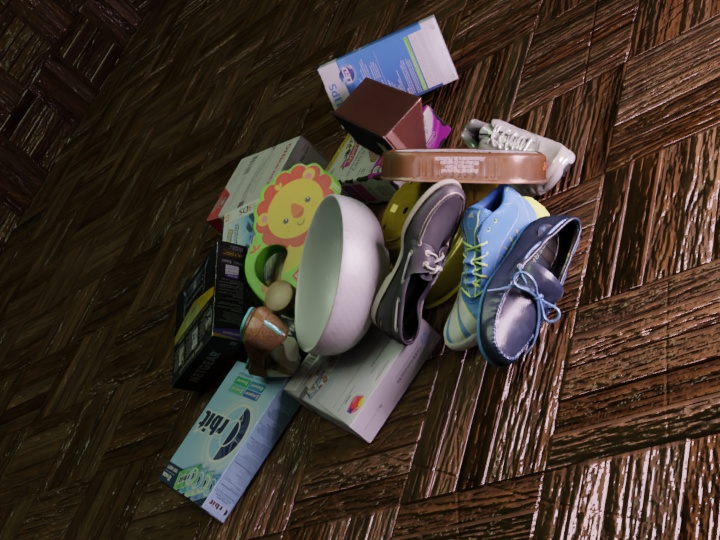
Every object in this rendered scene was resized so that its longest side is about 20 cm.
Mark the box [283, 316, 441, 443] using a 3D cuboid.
[{"bbox_3d":[-0.002,0.117,1.435,0.157,0.041,0.199,-55,25,-11],"label":"box"}]

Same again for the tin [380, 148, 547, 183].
[{"bbox_3d":[0.121,-0.124,1.352,0.197,0.043,0.112,2,12,10],"label":"tin"}]

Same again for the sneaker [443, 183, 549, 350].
[{"bbox_3d":[0.135,-0.012,1.314,0.075,0.105,0.201,7,60,57],"label":"sneaker"}]

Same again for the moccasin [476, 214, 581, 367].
[{"bbox_3d":[0.182,0.011,1.236,0.068,0.080,0.202,-18,40,49],"label":"moccasin"}]

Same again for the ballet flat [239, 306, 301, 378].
[{"bbox_3d":[-0.112,0.102,1.481,0.200,0.072,0.068,97,-162,-68],"label":"ballet flat"}]

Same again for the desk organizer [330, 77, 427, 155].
[{"bbox_3d":[0.039,-0.214,1.648,0.077,0.072,0.200,-47,29,-3],"label":"desk organizer"}]

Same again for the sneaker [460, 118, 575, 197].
[{"bbox_3d":[0.192,-0.147,1.440,0.075,0.081,0.199,-51,27,-8],"label":"sneaker"}]

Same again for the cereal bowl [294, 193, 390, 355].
[{"bbox_3d":[-0.017,0.010,1.425,0.200,0.082,0.203,-169,90,-74],"label":"cereal bowl"}]

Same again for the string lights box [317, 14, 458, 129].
[{"bbox_3d":[0.043,-0.310,1.791,0.198,0.104,0.059,-22,14,9],"label":"string lights box"}]

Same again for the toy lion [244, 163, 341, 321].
[{"bbox_3d":[-0.095,-0.052,1.662,0.200,0.069,0.192,-49,55,1],"label":"toy lion"}]

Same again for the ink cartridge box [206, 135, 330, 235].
[{"bbox_3d":[-0.158,-0.134,1.978,0.199,0.083,0.148,-11,45,53],"label":"ink cartridge box"}]

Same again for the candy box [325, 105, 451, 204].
[{"bbox_3d":[0.032,-0.172,1.750,0.199,0.061,0.137,-3,52,58],"label":"candy box"}]

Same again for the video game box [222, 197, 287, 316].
[{"bbox_3d":[-0.152,-0.014,1.770,0.181,0.046,0.203,-21,61,49],"label":"video game box"}]

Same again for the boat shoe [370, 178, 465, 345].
[{"bbox_3d":[0.077,-0.006,1.315,0.063,0.072,0.202,47,120,46],"label":"boat shoe"}]

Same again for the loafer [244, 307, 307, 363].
[{"bbox_3d":[-0.135,0.103,1.638,0.073,0.072,0.199,-60,26,-12],"label":"loafer"}]

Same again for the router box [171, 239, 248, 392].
[{"bbox_3d":[-0.229,0.072,1.732,0.200,0.052,0.159,134,142,-52],"label":"router box"}]

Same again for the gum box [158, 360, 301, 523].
[{"bbox_3d":[-0.176,0.227,1.561,0.201,0.044,0.169,-56,26,-15],"label":"gum box"}]

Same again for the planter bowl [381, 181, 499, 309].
[{"bbox_3d":[0.083,-0.060,1.448,0.200,0.083,0.202,-44,30,33],"label":"planter bowl"}]
